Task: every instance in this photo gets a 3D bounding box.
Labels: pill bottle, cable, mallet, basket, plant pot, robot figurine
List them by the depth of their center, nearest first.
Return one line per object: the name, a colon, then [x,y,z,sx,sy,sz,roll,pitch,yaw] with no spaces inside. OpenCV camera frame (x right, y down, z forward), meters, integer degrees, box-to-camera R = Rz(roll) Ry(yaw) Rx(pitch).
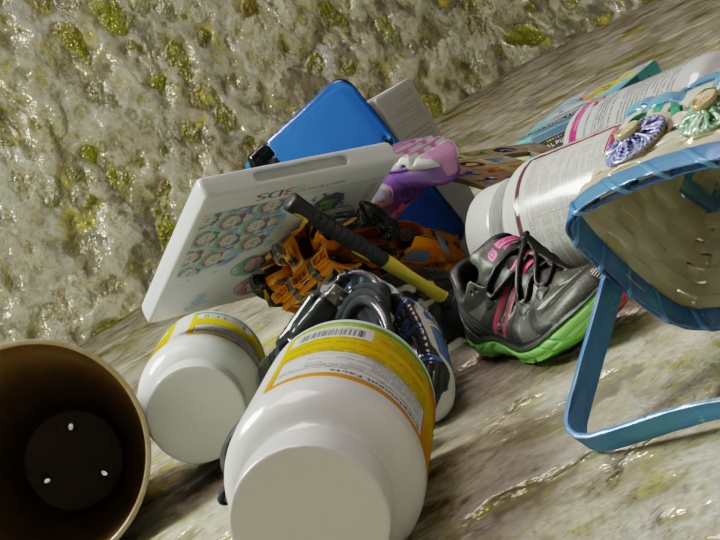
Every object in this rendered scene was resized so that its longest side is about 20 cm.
basket: [0.188,-0.008,0.696,0.176,0.139,0.201,-22,45,46]
pill bottle: [-0.016,0.104,0.757,0.111,0.112,0.200,-28,8,11]
cable: [-0.035,0.100,0.948,0.200,0.051,0.163,-53,27,13]
pill bottle: [0.177,-0.046,1.008,0.109,0.110,0.199,-36,10,-38]
mallet: [0.029,-0.004,1.051,0.066,0.199,0.041,1,62,59]
pill bottle: [0.265,-0.107,1.061,0.113,0.114,0.200,-35,9,-33]
plant pot: [-0.263,0.161,1.149,0.186,0.187,0.200,-31,-5,-7]
robot figurine: [0.000,0.000,1.180,0.199,0.058,0.145,5,-39,-47]
pill bottle: [-0.140,0.106,1.200,0.112,0.113,0.200,-30,8,1]

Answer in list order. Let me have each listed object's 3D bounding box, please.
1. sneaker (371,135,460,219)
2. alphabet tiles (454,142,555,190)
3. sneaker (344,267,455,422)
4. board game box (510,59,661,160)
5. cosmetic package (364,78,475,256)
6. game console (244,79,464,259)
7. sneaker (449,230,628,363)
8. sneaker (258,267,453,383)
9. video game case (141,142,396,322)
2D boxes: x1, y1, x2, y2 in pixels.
sneaker: [0.015,-0.066,1.222,0.199,0.089,0.080,-10,9,43]
alphabet tiles: [0.159,-0.092,1.230,0.166,0.008,0.200,-10,19,-32]
sneaker: [0.037,0.056,0.997,0.076,0.077,0.200,-60,24,12]
board game box: [0.303,-0.203,1.774,0.150,0.047,0.200,-24,10,41]
cosmetic package: [0.047,-0.079,1.354,0.101,0.201,0.071,-22,10,42]
game console: [-0.012,-0.062,1.347,0.118,0.200,0.171,-37,-3,-14]
sneaker: [0.115,0.015,0.943,0.077,0.084,0.200,-34,8,-24]
sneaker: [0.007,0.055,1.167,0.199,0.077,0.089,-26,-3,7]
video game case: [-0.081,-0.030,1.143,0.181,0.024,0.200,-14,-24,-31]
